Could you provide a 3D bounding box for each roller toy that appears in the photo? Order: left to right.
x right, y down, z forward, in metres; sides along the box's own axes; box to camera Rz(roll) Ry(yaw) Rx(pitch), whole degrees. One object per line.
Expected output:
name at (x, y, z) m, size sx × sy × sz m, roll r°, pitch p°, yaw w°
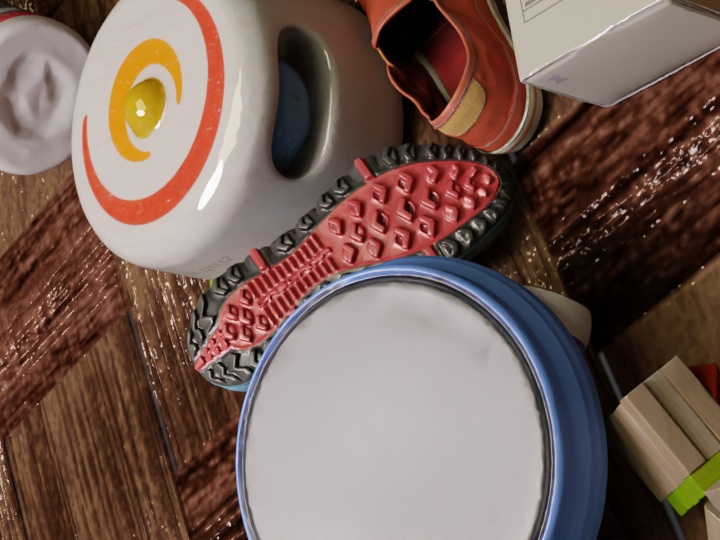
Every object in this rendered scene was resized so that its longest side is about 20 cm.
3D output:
roller toy at (-0.080, -0.086, 1.168) m, size 0.183 × 0.139 × 0.200 m, roll -56°, pitch 46°, yaw 24°

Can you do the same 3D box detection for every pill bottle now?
pill bottle at (-0.281, -0.143, 1.428) m, size 0.200 × 0.110 × 0.111 m, roll 23°, pitch 100°, yaw 48°

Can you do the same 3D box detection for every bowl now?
bowl at (0.023, 0.092, 0.963) m, size 0.200 × 0.039 × 0.202 m, roll -4°, pitch 82°, yaw 34°

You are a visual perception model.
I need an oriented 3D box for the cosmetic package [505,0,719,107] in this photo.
cosmetic package at (0.123, -0.197, 1.014) m, size 0.105 × 0.071 × 0.201 m, roll -26°, pitch 64°, yaw 42°

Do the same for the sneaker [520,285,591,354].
sneaker at (0.041, 0.100, 1.020) m, size 0.200 × 0.080 × 0.147 m, roll -26°, pitch 48°, yaw 52°

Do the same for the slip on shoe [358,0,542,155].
slip on shoe at (0.033, -0.143, 1.113) m, size 0.074 × 0.061 × 0.200 m, roll -53°, pitch 46°, yaw 29°

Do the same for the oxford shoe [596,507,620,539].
oxford shoe at (0.066, 0.185, 1.015) m, size 0.201 × 0.072 × 0.084 m, roll -64°, pitch 26°, yaw 15°

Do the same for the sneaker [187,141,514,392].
sneaker at (0.000, 0.000, 1.107) m, size 0.200 × 0.096 × 0.080 m, roll -31°, pitch 68°, yaw 10°

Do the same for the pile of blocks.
pile of blocks at (0.196, 0.108, 0.892) m, size 0.062 × 0.082 × 0.200 m, roll -36°, pitch 55°, yaw -15°
